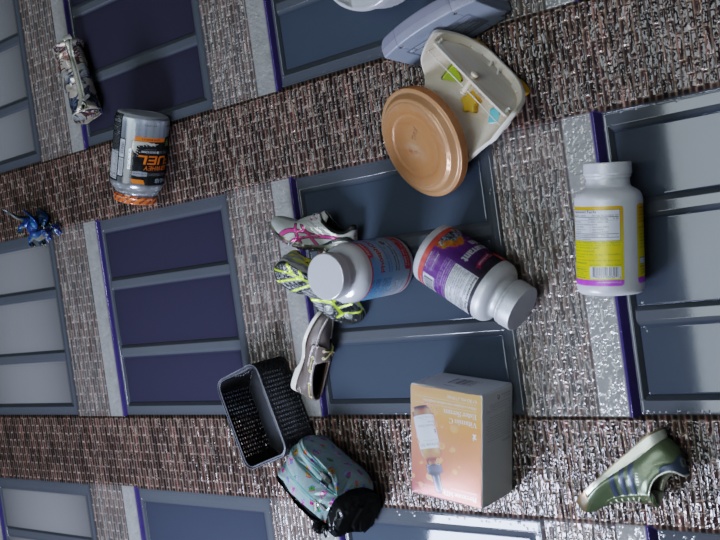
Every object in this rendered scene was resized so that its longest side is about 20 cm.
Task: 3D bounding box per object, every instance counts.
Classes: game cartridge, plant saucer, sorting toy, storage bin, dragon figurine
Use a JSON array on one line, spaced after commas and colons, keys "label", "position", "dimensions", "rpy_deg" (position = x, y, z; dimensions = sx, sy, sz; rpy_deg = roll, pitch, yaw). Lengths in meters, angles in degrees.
[{"label": "game cartridge", "position": [0.137, -0.408, 1.570], "dimensions": [0.199, 0.133, 0.041], "rpy_deg": [-24, 80, 37]}, {"label": "plant saucer", "position": [0.105, -0.222, 1.634], "dimensions": [0.200, 0.032, 0.201], "rpy_deg": [34, 139, 35]}, {"label": "sorting toy", "position": [0.174, -0.278, 1.588], "dimensions": [0.200, 0.107, 0.180], "rpy_deg": [49, 133, 16]}, {"label": "storage bin", "position": [-0.198, 0.296, 1.957], "dimensions": [0.135, 0.094, 0.201], "rpy_deg": [-29, 77, 37]}, {"label": "dragon figurine", "position": [-0.850, -0.127, 2.438], "dimensions": [0.200, 0.059, 0.100], "rpy_deg": [45, 121, 24]}]

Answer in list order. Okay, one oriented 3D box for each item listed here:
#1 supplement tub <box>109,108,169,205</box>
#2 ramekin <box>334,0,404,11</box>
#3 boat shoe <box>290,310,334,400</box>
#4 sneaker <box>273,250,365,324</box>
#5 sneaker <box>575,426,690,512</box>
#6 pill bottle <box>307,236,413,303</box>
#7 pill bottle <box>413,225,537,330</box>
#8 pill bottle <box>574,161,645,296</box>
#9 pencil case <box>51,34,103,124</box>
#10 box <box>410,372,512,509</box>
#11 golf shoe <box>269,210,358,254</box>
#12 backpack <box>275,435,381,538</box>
[{"label": "supplement tub", "position": [-0.497, -0.255, 2.101], "dimensions": [0.122, 0.122, 0.201], "rpy_deg": [19, 108, 35]}, {"label": "ramekin", "position": [0.028, -0.559, 1.661], "dimensions": [0.201, 0.094, 0.204], "rpy_deg": [6, 100, 37]}, {"label": "boat shoe", "position": [-0.083, 0.168, 1.864], "dimensions": [0.059, 0.072, 0.201], "rpy_deg": [31, 118, 25]}, {"label": "sneaker", "position": [-0.069, 0.027, 1.807], "dimensions": [0.200, 0.077, 0.075], "rpy_deg": [37, 129, -9]}, {"label": "sneaker", "position": [0.433, 0.341, 1.476], "dimensions": [0.200, 0.067, 0.090], "rpy_deg": [-52, 60, 27]}, {"label": "pill bottle", "position": [0.000, 0.000, 1.690], "dimensions": [0.108, 0.199, 0.110], "rpy_deg": [6, 100, 37]}, {"label": "pill bottle", "position": [0.196, 0.015, 1.593], "dimensions": [0.200, 0.111, 0.112], "rpy_deg": [34, 116, 30]}, {"label": "pill bottle", "position": [0.383, -0.065, 1.440], "dimensions": [0.104, 0.104, 0.201], "rpy_deg": [1, 97, 38]}, {"label": "pencil case", "position": [-0.679, -0.458, 2.244], "dimensions": [0.089, 0.077, 0.201], "rpy_deg": [-30, 76, 63]}, {"label": "box", "position": [0.178, 0.295, 1.649], "dimensions": [0.152, 0.106, 0.201], "rpy_deg": [4, 98, 38]}, {"label": "golf shoe", "position": [-0.088, -0.079, 1.836], "dimensions": [0.199, 0.072, 0.093], "rpy_deg": [22, 105, 25]}, {"label": "backpack", "position": [-0.065, 0.421, 1.842], "dimensions": [0.200, 0.167, 0.127], "rpy_deg": [37, 98, 32]}]
